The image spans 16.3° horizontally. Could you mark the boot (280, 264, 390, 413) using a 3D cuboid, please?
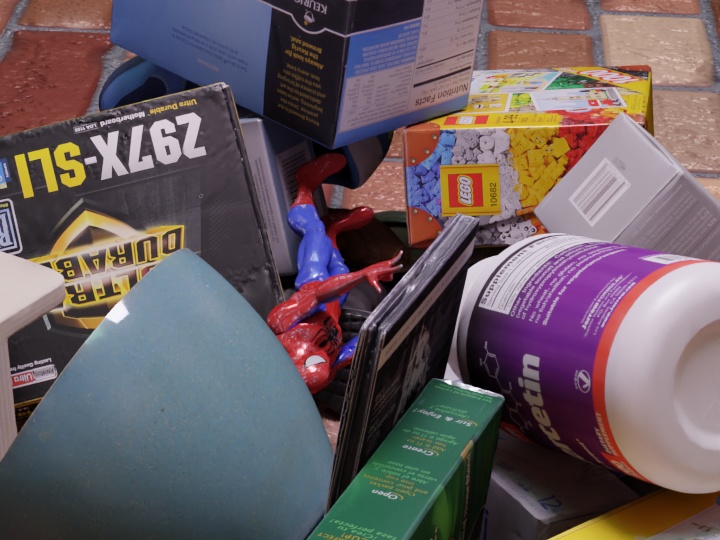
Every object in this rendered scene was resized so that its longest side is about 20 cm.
[{"bbox_3d":[-0.006,0.033,1.539,0.200,0.070,0.132,16,22,19],"label":"boot"}]

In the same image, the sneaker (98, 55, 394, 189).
[{"bbox_3d":[-0.075,-0.094,1.606,0.200,0.074,0.082,4,49,11],"label":"sneaker"}]

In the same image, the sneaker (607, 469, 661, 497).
[{"bbox_3d":[0.123,0.068,1.407,0.078,0.089,0.200,-29,26,6],"label":"sneaker"}]

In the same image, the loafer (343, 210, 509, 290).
[{"bbox_3d":[0.083,0.007,1.614,0.200,0.072,0.063,6,40,23],"label":"loafer"}]

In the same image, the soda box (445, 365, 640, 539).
[{"bbox_3d":[0.071,0.112,1.362,0.063,0.068,0.200,-10,26,-25],"label":"soda box"}]

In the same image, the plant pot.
[{"bbox_3d":[-0.089,0.109,1.243,0.135,0.200,0.200,35,31,6],"label":"plant pot"}]

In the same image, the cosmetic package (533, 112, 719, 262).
[{"bbox_3d":[0.202,0.015,1.435,0.200,0.090,0.107,38,8,-25],"label":"cosmetic package"}]

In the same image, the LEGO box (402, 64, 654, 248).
[{"bbox_3d":[0.112,-0.075,1.602,0.149,0.077,0.200,-1,14,8],"label":"LEGO box"}]

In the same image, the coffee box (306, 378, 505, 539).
[{"bbox_3d":[0.015,0.146,1.200,0.044,0.123,0.200,15,24,14],"label":"coffee box"}]

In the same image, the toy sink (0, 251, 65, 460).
[{"bbox_3d":[-0.264,0.075,1.360,0.130,0.112,0.200,17,35,30],"label":"toy sink"}]

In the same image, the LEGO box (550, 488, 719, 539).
[{"bbox_3d":[0.155,0.179,1.186,0.200,0.077,0.149,-18,30,-38],"label":"LEGO box"}]

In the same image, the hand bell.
[{"bbox_3d":[-0.038,-0.040,1.643,0.104,0.104,0.200,-19,31,-39],"label":"hand bell"}]

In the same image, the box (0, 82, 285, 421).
[{"bbox_3d":[-0.153,-0.008,1.461,0.200,0.160,0.049,-14,-13,-4],"label":"box"}]

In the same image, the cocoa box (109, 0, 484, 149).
[{"bbox_3d":[-0.038,-0.177,1.534,0.200,0.131,0.133,27,32,34],"label":"cocoa box"}]

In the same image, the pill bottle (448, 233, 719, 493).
[{"bbox_3d":[0.124,0.042,1.275,0.112,0.113,0.200,-12,12,-28],"label":"pill bottle"}]

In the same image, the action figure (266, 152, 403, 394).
[{"bbox_3d":[0.000,0.000,1.431,0.099,0.065,0.200,-19,31,20],"label":"action figure"}]

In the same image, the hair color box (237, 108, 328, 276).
[{"bbox_3d":[-0.122,-0.042,1.578,0.200,0.099,0.061,-6,13,30],"label":"hair color box"}]

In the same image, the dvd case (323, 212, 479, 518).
[{"bbox_3d":[0.012,0.086,1.252,0.016,0.200,0.149,19,28,13],"label":"dvd case"}]
